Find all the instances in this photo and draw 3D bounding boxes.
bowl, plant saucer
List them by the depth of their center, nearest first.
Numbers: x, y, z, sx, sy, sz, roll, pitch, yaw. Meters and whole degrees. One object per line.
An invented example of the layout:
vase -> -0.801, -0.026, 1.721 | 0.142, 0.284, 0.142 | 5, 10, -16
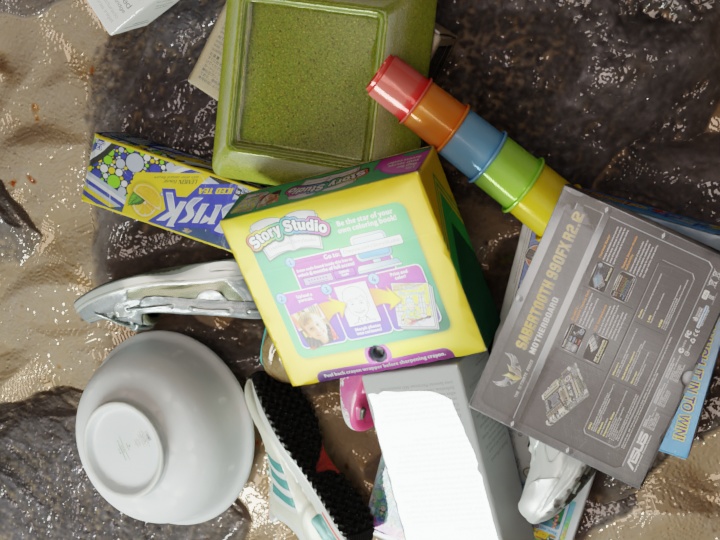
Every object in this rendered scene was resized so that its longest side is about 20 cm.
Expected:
plant saucer -> -0.041, -0.167, 1.276 | 0.197, 0.048, 0.203 | 10, 102, 17
bowl -> -0.211, 0.167, 1.431 | 0.198, 0.090, 0.204 | 5, 102, 26

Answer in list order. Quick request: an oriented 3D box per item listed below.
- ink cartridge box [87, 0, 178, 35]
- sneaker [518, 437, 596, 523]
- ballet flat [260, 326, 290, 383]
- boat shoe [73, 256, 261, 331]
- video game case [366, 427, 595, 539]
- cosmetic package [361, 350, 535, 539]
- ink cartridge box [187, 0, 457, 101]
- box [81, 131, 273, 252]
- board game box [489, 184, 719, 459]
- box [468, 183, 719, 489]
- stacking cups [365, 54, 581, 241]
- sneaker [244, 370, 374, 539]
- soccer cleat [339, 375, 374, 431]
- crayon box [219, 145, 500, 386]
ink cartridge box -> -0.173, -0.326, 1.271 | 0.199, 0.084, 0.146 | -32, 94, 23
sneaker -> 0.174, 0.120, 1.259 | 0.099, 0.078, 0.202 | 26, 97, 20
ballet flat -> -0.055, 0.019, 1.361 | 0.072, 0.067, 0.203 | 24, 117, 38
boat shoe -> -0.188, 0.031, 1.424 | 0.199, 0.074, 0.066 | -11, 91, 13
video game case -> 0.113, 0.201, 1.363 | 0.198, 0.024, 0.184 | 20, 111, 15
cosmetic package -> 0.081, 0.171, 1.307 | 0.100, 0.071, 0.203 | -8, 103, 29
ink cartridge box -> -0.035, -0.195, 1.334 | 0.199, 0.075, 0.166 | 34, 106, 12
box -> -0.166, -0.074, 1.404 | 0.198, 0.064, 0.071 | 19, 103, 16
board game box -> 0.226, 0.039, 1.290 | 0.193, 0.056, 0.203 | 17, 103, 16
box -> 0.198, 0.053, 1.179 | 0.157, 0.048, 0.202 | 24, 97, 10
stacking cups -> 0.095, -0.111, 1.224 | 0.199, 0.061, 0.061 | 40, 109, -7
sneaker -> -0.071, 0.199, 1.410 | 0.093, 0.070, 0.201 | -38, 79, 33
soccer cleat -> 0.007, 0.048, 1.370 | 0.086, 0.069, 0.203 | 25, 109, 37
crayon box -> 0.000, 0.000, 1.260 | 0.198, 0.058, 0.174 | -12, 113, 27
